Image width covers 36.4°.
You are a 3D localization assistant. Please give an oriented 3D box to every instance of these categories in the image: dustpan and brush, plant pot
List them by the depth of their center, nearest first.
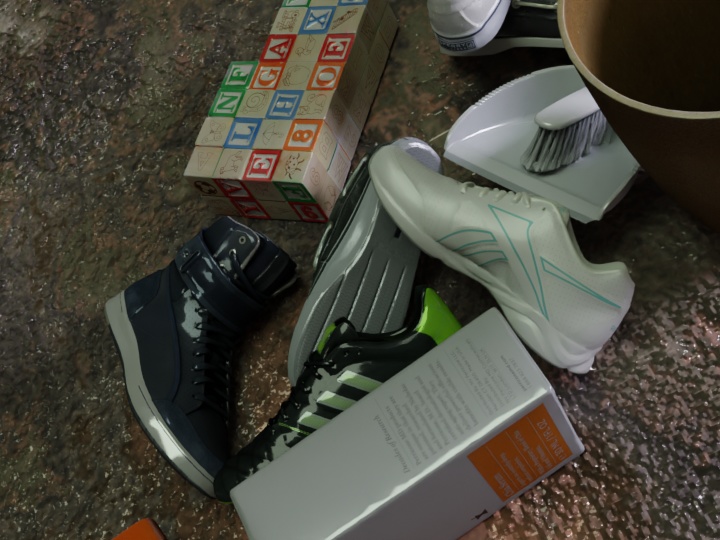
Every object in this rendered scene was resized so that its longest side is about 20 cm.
[{"bbox_3d":[0.232,-0.111,0.663,0.184,0.200,0.189,-12,57,19],"label":"plant pot"},{"bbox_3d":[0.170,-0.122,0.785,0.139,0.058,0.199,29,46,34],"label":"dustpan and brush"}]

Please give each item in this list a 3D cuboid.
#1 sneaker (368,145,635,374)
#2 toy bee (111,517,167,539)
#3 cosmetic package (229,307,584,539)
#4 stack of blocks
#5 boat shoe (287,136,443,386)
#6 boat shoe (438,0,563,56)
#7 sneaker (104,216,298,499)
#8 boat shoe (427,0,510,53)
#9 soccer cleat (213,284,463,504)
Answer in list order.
[{"bbox_3d":[0.093,-0.026,0.719,0.200,0.070,0.081,40,111,10],"label":"sneaker"},{"bbox_3d":[-0.214,0.247,0.735,0.197,0.110,0.132,-10,45,-10],"label":"toy bee"},{"bbox_3d":[0.031,0.124,0.679,0.199,0.102,0.072,-35,53,3],"label":"cosmetic package"},{"bbox_3d":[-0.054,-0.144,0.909,0.114,0.059,0.202,6,64,28],"label":"stack of blocks"},{"bbox_3d":[0.000,0.000,0.795,0.202,0.072,0.071,-64,25,-7],"label":"boat shoe"},{"bbox_3d":[0.149,-0.208,0.840,0.197,0.061,0.074,1,30,29],"label":"boat shoe"},{"bbox_3d":[-0.101,0.051,0.801,0.145,0.077,0.203,-35,51,5],"label":"sneaker"},{"bbox_3d":[0.088,-0.268,0.813,0.074,0.086,0.204,10,65,29],"label":"boat shoe"},{"bbox_3d":[-0.019,0.083,0.731,0.198,0.082,0.068,-31,10,-3],"label":"soccer cleat"}]
